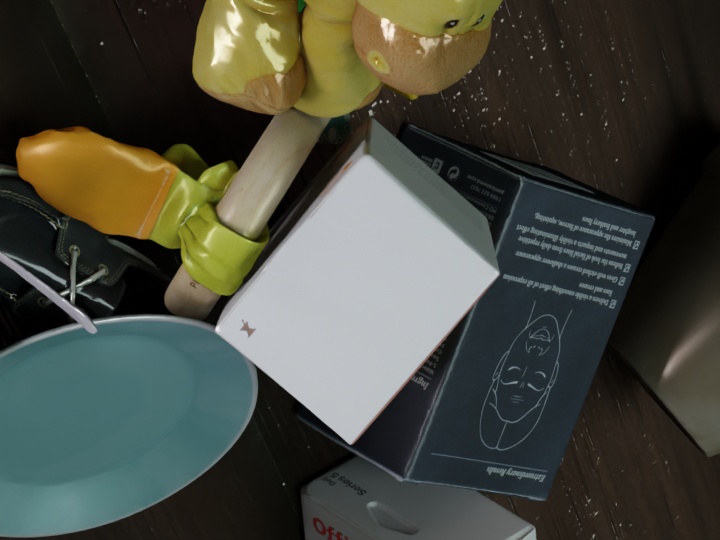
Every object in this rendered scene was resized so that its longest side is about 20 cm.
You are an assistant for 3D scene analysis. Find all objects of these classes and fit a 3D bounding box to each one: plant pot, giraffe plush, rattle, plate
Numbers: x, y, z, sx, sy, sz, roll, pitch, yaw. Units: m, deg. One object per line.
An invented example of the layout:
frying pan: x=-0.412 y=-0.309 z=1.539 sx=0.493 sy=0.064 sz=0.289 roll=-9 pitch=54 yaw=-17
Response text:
plant pot: x=0.266 y=0.028 z=1.711 sx=0.173 sy=0.200 sz=0.200 roll=-41 pitch=137 yaw=1
giraffe plush: x=0.016 y=-0.154 z=1.231 sx=0.172 sy=0.162 sz=0.201 roll=-36 pitch=131 yaw=-26
rattle: x=-0.082 y=-0.080 z=1.365 sx=0.131 sy=0.142 sz=0.201 roll=96 pitch=19 yaw=-57
plate: x=-0.154 y=0.080 z=1.359 sx=0.199 sy=0.026 sz=0.201 roll=-16 pitch=146 yaw=-11

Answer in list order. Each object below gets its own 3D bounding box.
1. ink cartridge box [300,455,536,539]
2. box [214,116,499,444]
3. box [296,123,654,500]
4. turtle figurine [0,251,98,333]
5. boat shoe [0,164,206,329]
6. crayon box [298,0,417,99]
ink cartridge box: x=0.042 y=0.232 z=1.599 sx=0.084 sy=0.145 sz=0.201 roll=-28 pitch=129 yaw=-33
box: x=0.000 y=0.000 z=1.370 sx=0.097 sy=0.200 sz=0.125 roll=40 pitch=98 yaw=-5
box: x=0.074 y=0.029 z=1.554 sx=0.148 sy=0.107 sz=0.201 roll=14 pitch=100 yaw=-49
turtle figurine: x=-0.241 y=0.018 z=1.173 sx=0.193 sy=0.200 sz=0.144 roll=30 pitch=110 yaw=-29
boat shoe: x=-0.157 y=0.000 z=1.335 sx=0.200 sy=0.067 sz=0.072 roll=35 pitch=87 yaw=-47
crayon box: x=0.031 y=-0.193 z=1.436 sx=0.200 sy=0.051 sz=0.127 roll=-52 pitch=138 yaw=-11
